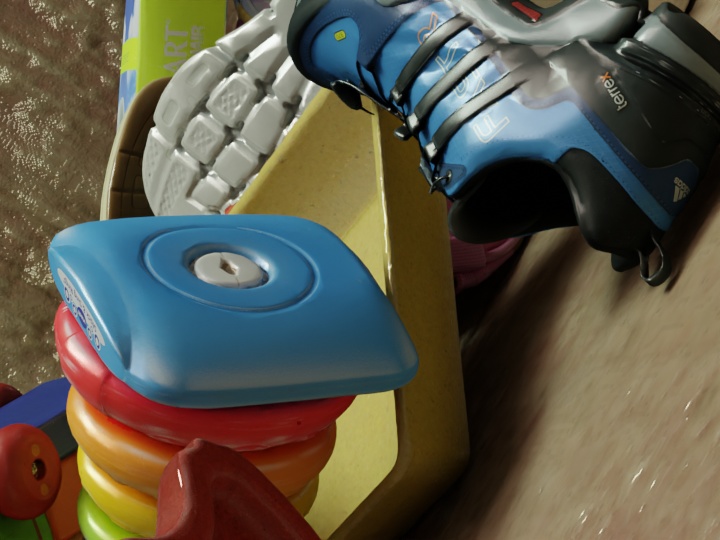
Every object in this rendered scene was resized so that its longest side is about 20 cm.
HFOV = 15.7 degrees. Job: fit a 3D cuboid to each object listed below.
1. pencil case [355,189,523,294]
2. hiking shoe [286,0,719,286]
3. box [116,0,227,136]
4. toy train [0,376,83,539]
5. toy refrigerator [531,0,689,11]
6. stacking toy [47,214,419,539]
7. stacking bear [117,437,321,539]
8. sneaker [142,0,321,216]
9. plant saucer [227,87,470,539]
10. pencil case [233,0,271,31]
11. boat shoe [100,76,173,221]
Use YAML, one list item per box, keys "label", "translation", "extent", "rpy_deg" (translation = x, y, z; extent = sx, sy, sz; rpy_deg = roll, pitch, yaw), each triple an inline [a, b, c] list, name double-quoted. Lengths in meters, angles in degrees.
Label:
- label: "pencil case"
  translation: [0.000, 0.000, 1.140]
  extent: [0.087, 0.083, 0.200]
  rpy_deg: [-45, 0, -32]
- label: "hiking shoe"
  translation: [0.036, -0.056, 0.885]
  extent: [0.200, 0.074, 0.087]
  rpy_deg: [14, 73, 47]
- label: "box"
  translation: [-0.091, -0.078, 1.248]
  extent: [0.122, 0.047, 0.201]
  rpy_deg: [-164, 77, -81]
- label: "toy train"
  translation: [-0.100, 0.092, 1.006]
  extent: [0.084, 0.116, 0.200]
  rpy_deg: [-11, 12, 33]
- label: "toy refrigerator"
  translation: [0.064, -0.091, 1.110]
  extent: [0.070, 0.076, 0.200]
  rpy_deg: [-62, 8, -29]
- label: "stacking toy"
  translation: [-0.061, 0.085, 0.923]
  extent: [0.116, 0.109, 0.201]
  rpy_deg: [-129, 43, -50]
- label: "stacking bear"
  translation: [-0.091, 0.167, 0.810]
  extent: [0.200, 0.114, 0.121]
  rpy_deg: [-42, 5, 23]
- label: "sneaker"
  translation: [-0.012, -0.085, 1.095]
  extent: [0.200, 0.077, 0.082]
  rpy_deg: [-50, -22, 24]
- label: "plant saucer"
  translation: [-0.016, 0.046, 1.003]
  extent: [0.200, 0.048, 0.201]
  rpy_deg: [-50, 34, 44]
- label: "pencil case"
  translation: [-0.030, -0.045, 1.262]
  extent: [0.091, 0.083, 0.201]
  rpy_deg: [-103, 19, -58]
- label: "boat shoe"
  translation: [-0.087, 0.015, 1.156]
  extent: [0.065, 0.072, 0.201]
  rpy_deg: [148, 122, -63]
